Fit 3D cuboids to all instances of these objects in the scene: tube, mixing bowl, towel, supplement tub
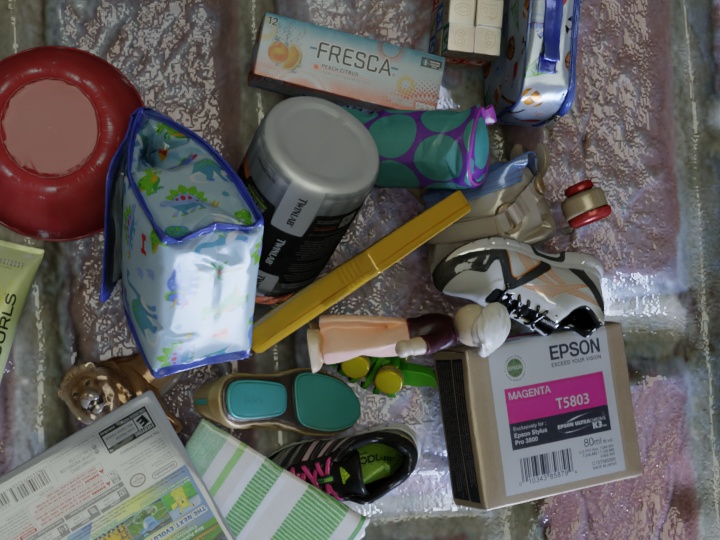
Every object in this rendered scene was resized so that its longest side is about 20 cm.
[{"bbox_3d":[-0.376,0.067,1.265,0.058,0.051,0.203,24,75,-49],"label":"tube"},{"bbox_3d":[-0.302,-0.134,1.256,0.197,0.108,0.203,1,86,-11],"label":"mixing bowl"},{"bbox_3d":[-0.107,0.251,1.281,0.199,0.023,0.153,32,117,-6],"label":"towel"},{"bbox_3d":[-0.070,-0.061,1.239,0.121,0.201,0.124,13,50,-17],"label":"supplement tub"}]

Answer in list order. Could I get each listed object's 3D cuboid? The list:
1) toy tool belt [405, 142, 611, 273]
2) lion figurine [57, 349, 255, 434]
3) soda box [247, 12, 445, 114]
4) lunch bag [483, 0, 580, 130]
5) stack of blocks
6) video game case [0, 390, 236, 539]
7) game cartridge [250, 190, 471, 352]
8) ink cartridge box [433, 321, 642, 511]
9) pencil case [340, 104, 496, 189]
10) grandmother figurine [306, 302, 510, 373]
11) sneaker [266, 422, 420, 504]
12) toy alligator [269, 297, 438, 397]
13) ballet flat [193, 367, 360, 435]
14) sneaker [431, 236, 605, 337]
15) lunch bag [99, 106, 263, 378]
[{"bbox_3d":[0.147,-0.080,1.319,0.198,0.125,0.124,-22,84,17],"label":"toy tool belt"},{"bbox_3d":[-0.200,0.095,1.293,0.122,0.073,0.200,44,67,2],"label":"lion figurine"},{"bbox_3d":[-0.016,-0.208,1.335,0.197,0.064,0.069,13,84,-11],"label":"soda box"},{"bbox_3d":[0.184,-0.246,1.324,0.074,0.160,0.203,4,86,-10],"label":"lunch bag"},{"bbox_3d":[0.118,-0.322,1.339,0.058,0.115,0.203,5,87,-10],"label":"stack of blocks"},{"bbox_3d":[-0.239,0.241,1.199,0.199,0.022,0.184,-29,85,-19],"label":"video game case"},{"bbox_3d":[0.000,0.000,1.228,0.176,0.199,0.033,-34,92,-46],"label":"game cartridge"},{"bbox_3d":[0.186,0.149,1.331,0.197,0.075,0.167,-8,90,-24],"label":"ink cartridge box"},{"bbox_3d":[0.032,-0.128,1.286,0.197,0.086,0.093,4,47,21],"label":"pencil case"},{"bbox_3d":[0.048,0.062,1.243,0.197,0.121,0.061,-7,107,2],"label":"grandmother figurine"},{"bbox_3d":[-0.027,0.207,1.301,0.197,0.087,0.075,-15,91,-8],"label":"sneaker"},{"bbox_3d":[-0.014,0.088,1.330,0.198,0.060,0.055,25,124,-8],"label":"toy alligator"},{"bbox_3d":[-0.085,0.131,1.293,0.199,0.063,0.070,14,73,-45],"label":"ballet flat"},{"bbox_3d":[0.166,0.020,1.280,0.197,0.074,0.081,5,58,-22],"label":"sneaker"},{"bbox_3d":[-0.180,-0.031,1.202,0.126,0.201,0.172,-9,133,-25],"label":"lunch bag"}]
